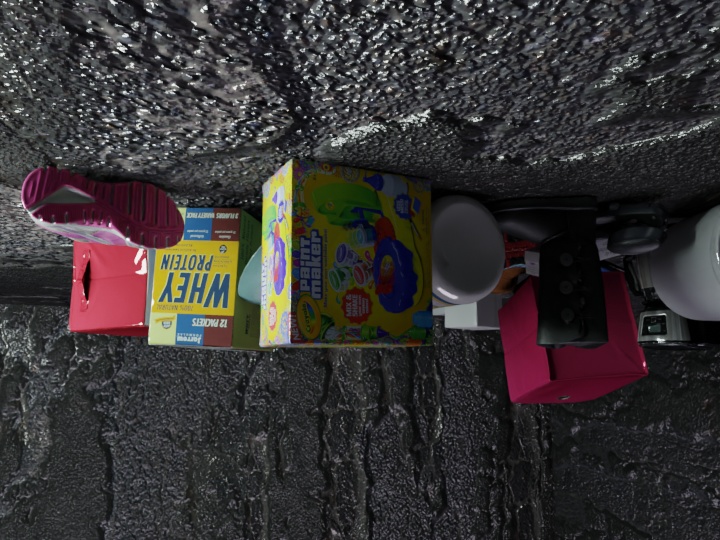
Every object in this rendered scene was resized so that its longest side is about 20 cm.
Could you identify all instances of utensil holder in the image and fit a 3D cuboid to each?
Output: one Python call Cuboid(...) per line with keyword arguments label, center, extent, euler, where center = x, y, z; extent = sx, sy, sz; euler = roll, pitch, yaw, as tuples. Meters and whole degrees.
Cuboid(label="utensil holder", center=(0.531, -0.014, 0.846), extent=(0.164, 0.176, 0.200), euler=(0, 175, 1))

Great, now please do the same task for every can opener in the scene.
Cuboid(label="can opener", center=(0.346, -0.066, 0.873), extent=(0.196, 0.065, 0.078), euler=(6, -155, 45))

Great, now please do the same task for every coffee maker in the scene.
Cuboid(label="coffee maker", center=(0.568, 0.035, 1.041), extent=(0.185, 0.207, 0.135), euler=(1, 173, -5))

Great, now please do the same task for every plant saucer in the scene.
Cuboid(label="plant saucer", center=(-0.087, -0.013, 0.865), extent=(0.199, 0.036, 0.201), euler=(-40, 164, -13))

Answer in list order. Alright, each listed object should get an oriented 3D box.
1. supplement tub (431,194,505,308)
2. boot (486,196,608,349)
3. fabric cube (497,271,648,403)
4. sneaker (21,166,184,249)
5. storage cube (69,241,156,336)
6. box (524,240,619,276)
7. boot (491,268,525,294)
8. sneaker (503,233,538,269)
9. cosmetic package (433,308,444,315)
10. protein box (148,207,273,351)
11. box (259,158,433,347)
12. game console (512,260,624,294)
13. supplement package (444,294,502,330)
Cuboid(label="supplement tub", center=(0.101, -0.018, 0.875), extent=(0.140, 0.150, 0.199), euler=(4, 171, -24))
Cuboid(label="boot", center=(0.255, 0.006, 0.835), extent=(0.160, 0.207, 0.065), euler=(-3, 172, 19))
Cuboid(label="fabric cube", center=(0.398, 0.135, 1.154), extent=(0.189, 0.206, 0.200), euler=(-1, 158, -7))
Cuboid(label="sneaker", center=(-0.324, -0.074, 0.761), extent=(0.196, 0.084, 0.087), euler=(16, 165, -34))
Cuboid(label="storage cube", center=(-0.380, 0.022, 1.061), extent=(0.175, 0.177, 0.199), euler=(-6, 170, 26))
Cuboid(label="box", center=(0.352, -0.032, 0.958), extent=(0.194, 0.040, 0.041), euler=(-13, -165, -21))
Cuboid(label="boot", center=(0.267, 0.000, 1.227), extent=(0.151, 0.079, 0.199), euler=(2, 169, -23))
Cuboid(label="sneaker", center=(0.291, -0.042, 1.039), extent=(0.193, 0.082, 0.095), euler=(3, -171, 14))
Cuboid(label="cosmetic package", center=(0.386, 0.143, 2.300), extent=(0.146, 0.054, 0.199), euler=(0, 172, -22))
Cuboid(label="protein box", center=(-0.223, 0.023, 0.952), extent=(0.130, 0.206, 0.200), euler=(1, 172, 9))
Cuboid(label="box", center=(-0.019, -0.009, 0.738), extent=(0.187, 0.207, 0.121), euler=(3, 171, -26))
Cuboid(label="game console", center=(0.437, 0.028, 1.250), extent=(0.174, 0.118, 0.200), euler=(-35, 174, -7))
Cuboid(label="supplement package", center=(0.367, 0.127, 1.933), extent=(0.117, 0.126, 0.198), euler=(-5, 170, 36))
